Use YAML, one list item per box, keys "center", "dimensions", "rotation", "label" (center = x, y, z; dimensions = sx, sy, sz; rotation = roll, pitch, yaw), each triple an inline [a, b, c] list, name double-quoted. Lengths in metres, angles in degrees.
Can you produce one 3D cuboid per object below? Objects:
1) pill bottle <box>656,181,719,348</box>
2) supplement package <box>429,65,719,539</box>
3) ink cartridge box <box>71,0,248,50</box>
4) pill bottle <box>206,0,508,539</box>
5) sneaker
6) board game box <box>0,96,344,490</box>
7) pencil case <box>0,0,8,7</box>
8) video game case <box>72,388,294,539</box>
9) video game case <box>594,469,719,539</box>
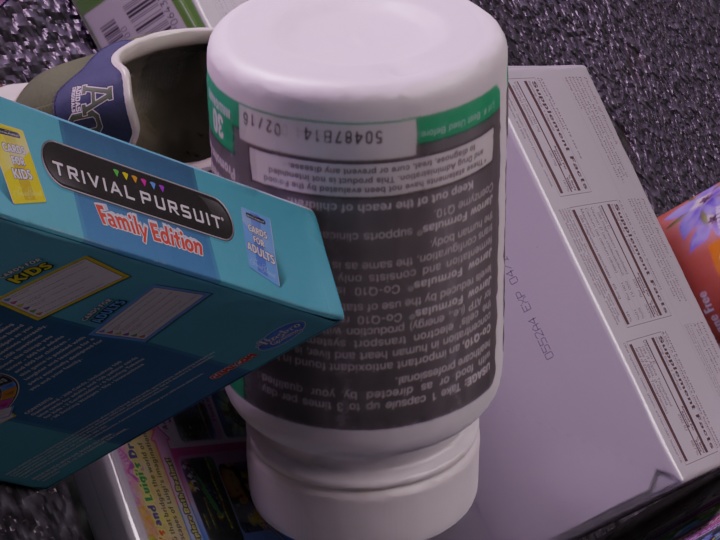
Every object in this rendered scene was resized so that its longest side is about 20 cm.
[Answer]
- center: [0.152, 0.036, 1.109]
  dimensions: [0.112, 0.199, 0.113]
  rotation: [40, 33, -33]
  label: "pill bottle"
- center: [0.064, 0.029, 1.015]
  dimensions: [0.111, 0.155, 0.201]
  rotation: [-9, 71, -59]
  label: "supplement package"
- center: [-0.060, -0.139, 1.068]
  dimensions: [0.104, 0.059, 0.200]
  rotation: [61, 28, -2]
  label: "ink cartridge box"
- center: [0.000, 0.000, 0.845]
  dimensions: [0.113, 0.112, 0.201]
  rotation: [-61, 153, -59]
  label: "pill bottle"
- center: [-0.054, -0.064, 0.902]
  dimensions: [0.199, 0.090, 0.068]
  rotation: [-9, 86, -45]
  label: "sneaker"
- center: [-0.125, 0.010, 0.721]
  dimensions: [0.199, 0.150, 0.047]
  rotation: [19, 48, -52]
  label: "board game box"
- center: [-0.199, -0.085, 0.710]
  dimensions: [0.200, 0.087, 0.088]
  rotation: [-39, 98, -43]
  label: "pencil case"
- center: [-0.055, 0.083, 0.910]
  dimensions: [0.182, 0.024, 0.201]
  rotation: [2, 63, -58]
  label: "video game case"
- center: [0.129, 0.134, 0.978]
  dimensions: [0.023, 0.200, 0.182]
  rotation: [55, 28, 1]
  label: "video game case"
